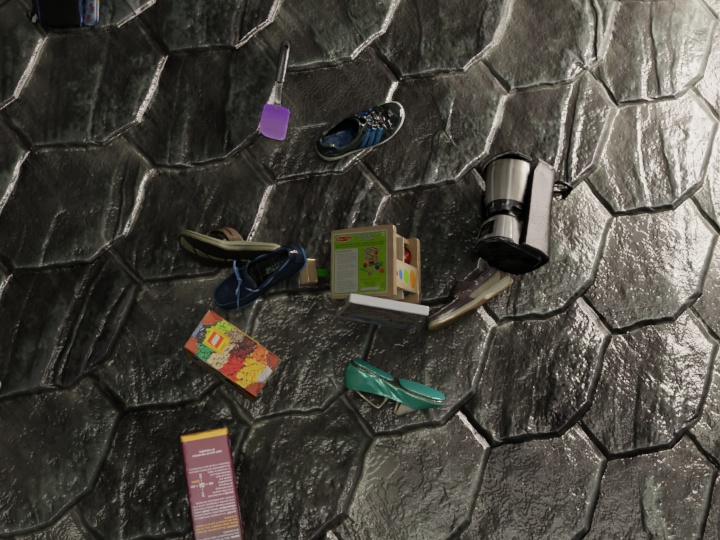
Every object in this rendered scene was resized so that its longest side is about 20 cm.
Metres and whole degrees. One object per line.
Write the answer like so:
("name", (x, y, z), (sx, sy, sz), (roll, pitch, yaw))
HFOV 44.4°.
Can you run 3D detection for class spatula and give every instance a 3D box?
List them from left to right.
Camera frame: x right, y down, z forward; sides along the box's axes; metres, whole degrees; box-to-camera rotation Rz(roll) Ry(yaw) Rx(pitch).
("spatula", (-0.161, -0.359, 1.744), (0.056, 0.021, 0.203), (11, 76, -19))

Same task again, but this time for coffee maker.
("coffee maker", (0.319, -0.104, 1.696), (0.189, 0.135, 0.203), (10, 66, -2))

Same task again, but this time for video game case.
("video game case", (0.035, 0.076, 1.604), (0.141, 0.200, 0.018), (10, 79, -7))

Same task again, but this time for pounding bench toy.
("pounding bench toy", (0.000, 0.000, 1.649), (0.197, 0.156, 0.126), (-5, 79, 23))

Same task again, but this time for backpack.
("backpack", (-0.559, -0.583, 1.652), (0.132, 0.183, 0.203), (-1, 68, -17))

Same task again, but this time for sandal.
("sandal", (-0.242, -0.046, 1.657), (0.198, 0.080, 0.058), (8, 56, -11))

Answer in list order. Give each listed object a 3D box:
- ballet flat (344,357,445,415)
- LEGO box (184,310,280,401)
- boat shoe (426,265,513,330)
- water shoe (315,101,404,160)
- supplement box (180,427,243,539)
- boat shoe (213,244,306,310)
("ballet flat", (0.059, 0.231, 1.658), (0.198, 0.067, 0.071), (22, 101, -4))
("LEGO box", (-0.225, 0.155, 1.550), (0.148, 0.200, 0.078), (34, 76, -1))
("boat shoe", (0.202, 0.048, 1.704), (0.198, 0.072, 0.065), (-30, 80, -16))
("water shoe", (0.006, -0.275, 1.725), (0.198, 0.079, 0.072), (-31, 86, -13))
("supplement box", (-0.260, 0.383, 1.550), (0.084, 0.110, 0.203), (-8, 81, -9))
("boat shoe", (-0.195, 0.003, 1.614), (0.199, 0.068, 0.085), (-35, 69, 15))
